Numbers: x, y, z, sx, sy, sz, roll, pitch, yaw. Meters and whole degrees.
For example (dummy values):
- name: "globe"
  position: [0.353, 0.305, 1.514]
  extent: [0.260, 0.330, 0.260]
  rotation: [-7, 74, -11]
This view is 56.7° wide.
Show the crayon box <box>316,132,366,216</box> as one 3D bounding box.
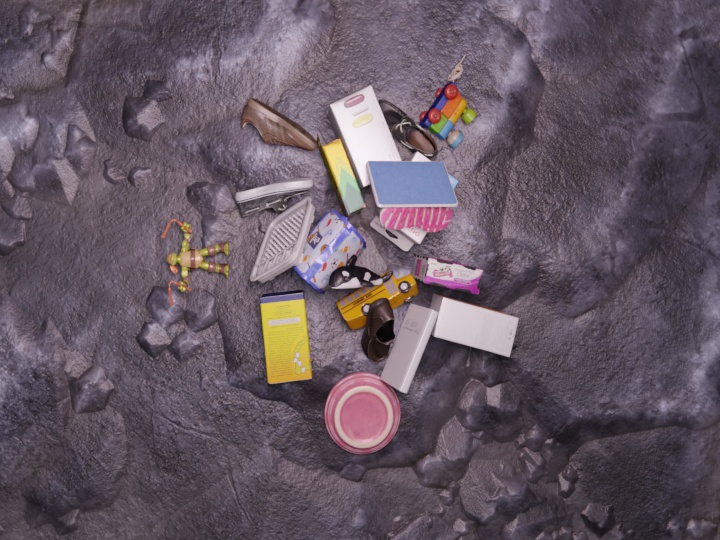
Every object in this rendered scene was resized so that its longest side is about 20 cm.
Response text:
- name: "crayon box"
  position: [-0.049, -0.234, 1.601]
  extent: [0.050, 0.127, 0.205]
  rotation: [-22, 95, -4]

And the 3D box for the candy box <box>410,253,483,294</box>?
- name: "candy box"
  position: [0.201, 0.006, 1.597]
  extent: [0.132, 0.200, 0.063]
  rotation: [12, 92, -7]

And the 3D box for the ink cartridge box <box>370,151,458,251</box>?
- name: "ink cartridge box"
  position: [0.125, -0.161, 1.620]
  extent: [0.127, 0.125, 0.203]
  rotation: [32, 89, -6]

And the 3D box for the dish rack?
- name: "dish rack"
  position: [-0.174, -0.064, 1.559]
  extent: [0.043, 0.170, 0.204]
  rotation: [37, 45, -28]

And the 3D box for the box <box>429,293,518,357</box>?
- name: "box"
  position: [0.271, 0.133, 1.647]
  extent: [0.194, 0.124, 0.100]
  rotation: [15, 91, -6]

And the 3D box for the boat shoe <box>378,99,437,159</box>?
- name: "boat shoe"
  position: [0.111, -0.349, 1.640]
  extent: [0.199, 0.068, 0.072]
  rotation: [43, 83, -2]

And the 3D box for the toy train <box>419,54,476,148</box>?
- name: "toy train"
  position: [0.243, -0.413, 1.647]
  extent: [0.115, 0.085, 0.202]
  rotation: [36, 89, -16]

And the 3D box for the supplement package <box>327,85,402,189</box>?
- name: "supplement package"
  position: [0.009, -0.308, 1.588]
  extent: [0.109, 0.156, 0.205]
  rotation: [-24, 95, -3]

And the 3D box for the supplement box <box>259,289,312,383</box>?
- name: "supplement box"
  position: [-0.179, 0.157, 1.616]
  extent: [0.106, 0.109, 0.207]
  rotation: [-5, 93, -4]

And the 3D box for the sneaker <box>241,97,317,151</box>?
- name: "sneaker"
  position: [-0.199, -0.336, 1.624]
  extent: [0.197, 0.071, 0.076]
  rotation: [33, 108, -2]

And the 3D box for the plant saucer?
- name: "plant saucer"
  position: [0.007, 0.361, 1.671]
  extent: [0.194, 0.051, 0.207]
  rotation: [0, 93, -6]

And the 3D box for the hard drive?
- name: "hard drive"
  position: [0.117, 0.186, 1.623]
  extent: [0.026, 0.131, 0.205]
  rotation: [24, 85, -20]

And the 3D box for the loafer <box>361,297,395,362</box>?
- name: "loafer"
  position: [0.046, 0.160, 1.609]
  extent: [0.071, 0.072, 0.204]
  rotation: [-16, 136, -17]

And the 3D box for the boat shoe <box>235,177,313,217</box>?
- name: "boat shoe"
  position: [-0.206, -0.177, 1.626]
  extent: [0.194, 0.072, 0.073]
  rotation: [-12, 102, 6]

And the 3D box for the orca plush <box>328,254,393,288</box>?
- name: "orca plush"
  position: [0.000, 0.000, 1.532]
  extent: [0.196, 0.104, 0.074]
  rotation: [-1, 94, -39]

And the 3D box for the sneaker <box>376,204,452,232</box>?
- name: "sneaker"
  position: [0.119, -0.138, 1.522]
  extent: [0.195, 0.088, 0.076]
  rotation: [-2, 121, -25]

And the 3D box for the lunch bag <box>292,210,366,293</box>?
- name: "lunch bag"
  position: [-0.076, -0.042, 1.569]
  extent: [0.123, 0.200, 0.171]
  rotation: [41, 90, 1]

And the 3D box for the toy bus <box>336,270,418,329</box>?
- name: "toy bus"
  position: [0.044, 0.069, 1.644]
  extent: [0.197, 0.065, 0.079]
  rotation: [-31, 60, -3]

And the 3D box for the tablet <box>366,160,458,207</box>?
- name: "tablet"
  position: [0.115, -0.193, 1.491]
  extent: [0.194, 0.014, 0.133]
  rotation: [-2, 57, -18]

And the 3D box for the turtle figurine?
- name: "turtle figurine"
  position: [-0.398, -0.017, 1.612]
  extent: [0.156, 0.064, 0.207]
  rotation: [1, 84, -13]
